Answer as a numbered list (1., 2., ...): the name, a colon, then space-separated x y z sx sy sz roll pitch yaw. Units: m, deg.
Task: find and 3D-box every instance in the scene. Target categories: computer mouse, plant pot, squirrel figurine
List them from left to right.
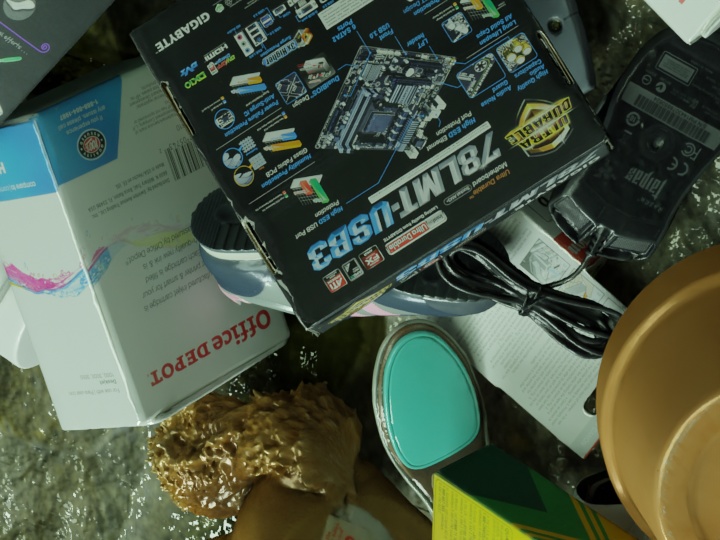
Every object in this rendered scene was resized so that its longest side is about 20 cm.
1. squirrel figurine: -0.058 0.166 1.768 0.186 0.141 0.201 -17 90 58
2. computer mouse: 0.123 -0.061 1.569 0.140 0.046 0.201 22 103 -9
3. plant pot: 0.226 0.096 1.512 0.199 0.140 0.201 2 108 6

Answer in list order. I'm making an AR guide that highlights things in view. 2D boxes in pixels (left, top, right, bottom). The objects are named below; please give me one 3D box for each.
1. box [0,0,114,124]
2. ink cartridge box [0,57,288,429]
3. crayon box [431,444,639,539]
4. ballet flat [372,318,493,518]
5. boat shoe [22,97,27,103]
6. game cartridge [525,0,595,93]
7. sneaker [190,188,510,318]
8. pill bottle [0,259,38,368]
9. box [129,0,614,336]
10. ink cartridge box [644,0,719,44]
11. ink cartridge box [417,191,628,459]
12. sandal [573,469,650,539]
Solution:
1. box: -0.211 -0.189 1.629 0.106 0.122 0.200 36 106 -32
2. ink cartridge box: -0.144 -0.019 1.719 0.084 0.144 0.201 -9 104 44
3. crayon box: 0.123 0.202 1.605 0.200 0.051 0.127 33 134 40
4. ballet flat: 0.050 0.108 1.696 0.067 0.064 0.200 -26 117 -5
5. boat shoe: -0.253 -0.092 1.748 0.063 0.201 0.073 21 156 -17
6. game cartridge: 0.044 -0.166 1.592 0.133 0.042 0.200 -31 90 9
7. sneaker: 0.000 0.000 1.652 0.199 0.070 0.082 13 146 22
8. pill bottle: -0.271 -0.031 1.825 0.200 0.116 0.116 36 125 15
9. box: 0.006 -0.099 1.533 0.200 0.050 0.199 -33 82 5
10. ink cartridge box: 0.166 -0.244 1.482 0.200 0.085 0.145 47 127 8
11. ink cartridge box: 0.093 0.005 1.656 0.200 0.050 0.109 41 125 9
12. sandal: 0.163 0.129 1.654 0.059 0.079 0.207 31 115 19
